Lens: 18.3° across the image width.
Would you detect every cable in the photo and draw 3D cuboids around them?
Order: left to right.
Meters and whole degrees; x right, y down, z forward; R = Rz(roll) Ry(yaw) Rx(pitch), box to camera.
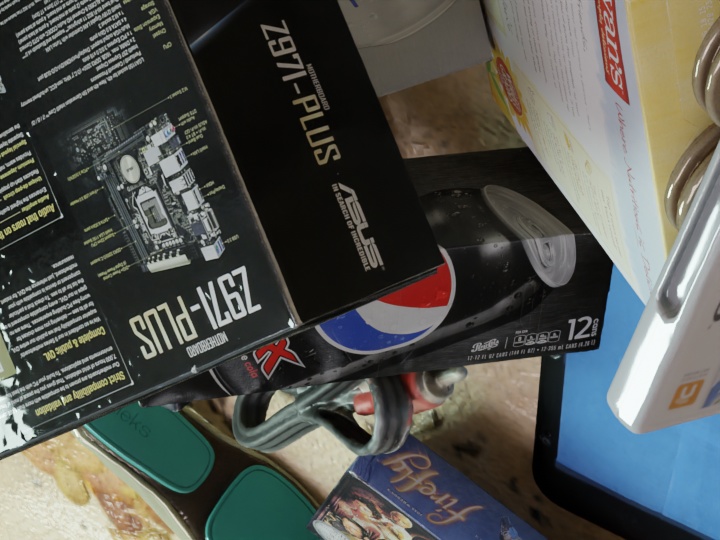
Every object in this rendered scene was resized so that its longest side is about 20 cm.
[{"bbox_3d":[-0.004,0.061,1.061,0.050,0.098,0.200,12,152,-21],"label":"cable"}]

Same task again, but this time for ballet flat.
[{"bbox_3d":[-0.081,0.118,1.193,0.200,0.070,0.069,46,139,-4],"label":"ballet flat"}]

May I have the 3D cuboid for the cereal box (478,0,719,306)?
[{"bbox_3d":[0.083,-0.082,0.804,0.200,0.039,0.145,-120,13,-54],"label":"cereal box"}]

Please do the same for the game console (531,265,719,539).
[{"bbox_3d":[0.137,0.092,0.958,0.117,0.173,0.201,2,133,2],"label":"game console"}]

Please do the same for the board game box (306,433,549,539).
[{"bbox_3d":[0.070,0.160,1.096,0.199,0.035,0.136,37,159,4],"label":"board game box"}]

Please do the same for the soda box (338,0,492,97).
[{"bbox_3d":[-0.006,-0.168,0.843,0.063,0.068,0.201,-17,122,-2],"label":"soda box"}]

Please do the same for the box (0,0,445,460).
[{"bbox_3d":[-0.094,-0.036,0.782,0.199,0.086,0.165,-25,88,39],"label":"box"}]

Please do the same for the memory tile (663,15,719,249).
[{"bbox_3d":[0.184,-0.091,0.703,0.017,0.199,0.154,50,150,37],"label":"memory tile"}]

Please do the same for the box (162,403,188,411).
[{"bbox_3d":[-0.137,-0.051,1.002,0.199,0.104,0.149,22,134,23],"label":"box"}]

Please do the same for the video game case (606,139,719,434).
[{"bbox_3d":[0.188,-0.035,0.730,0.022,0.199,0.183,51,138,35],"label":"video game case"}]

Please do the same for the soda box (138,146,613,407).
[{"bbox_3d":[0.000,0.000,0.908,0.071,0.198,0.064,-117,25,-50],"label":"soda box"}]
